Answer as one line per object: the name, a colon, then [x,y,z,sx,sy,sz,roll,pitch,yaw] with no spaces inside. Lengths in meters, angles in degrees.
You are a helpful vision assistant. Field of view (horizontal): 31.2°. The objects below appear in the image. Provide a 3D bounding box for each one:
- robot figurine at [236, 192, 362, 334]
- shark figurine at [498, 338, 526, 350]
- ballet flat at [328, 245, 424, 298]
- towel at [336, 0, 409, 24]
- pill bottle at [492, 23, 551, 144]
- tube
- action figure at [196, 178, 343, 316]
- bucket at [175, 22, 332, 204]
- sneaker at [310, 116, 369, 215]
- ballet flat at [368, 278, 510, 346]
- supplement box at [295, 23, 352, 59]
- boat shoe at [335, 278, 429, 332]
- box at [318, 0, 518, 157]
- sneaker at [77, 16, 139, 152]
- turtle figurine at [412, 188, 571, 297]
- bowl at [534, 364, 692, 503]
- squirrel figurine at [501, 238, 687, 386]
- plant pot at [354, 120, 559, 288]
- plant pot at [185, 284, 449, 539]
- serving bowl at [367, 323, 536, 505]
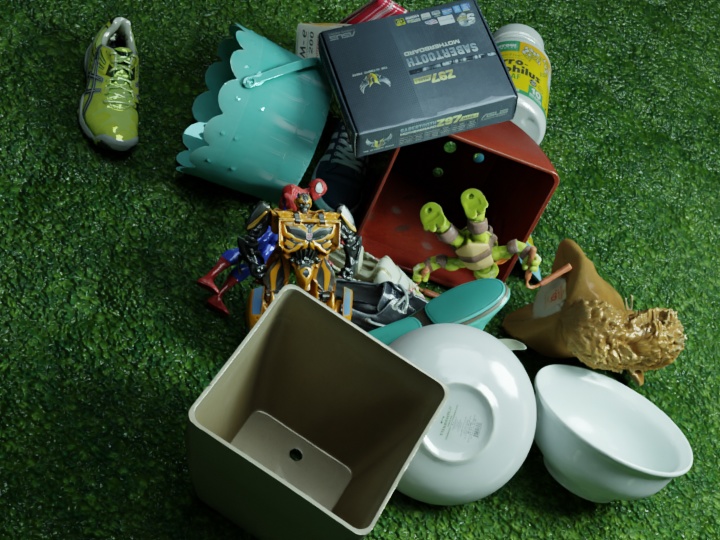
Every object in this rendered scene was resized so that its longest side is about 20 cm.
robot figurine: [-0.066,0.015,1.433,0.144,0.201,0.058,0,11,-18]
shark figurine: [0.120,0.147,1.494,0.127,0.090,0.215,3,32,21]
ballet flat: [0.000,0.000,1.565,0.199,0.064,0.076,27,44,-4]
towel: [0.067,-0.296,1.773,0.199,0.144,0.023,30,63,-24]
pill bottle: [0.219,-0.267,1.871,0.112,0.113,0.201,22,46,-8]
tube: [0.200,-0.073,1.737,0.077,0.050,0.201,33,33,-48]
action figure: [-0.086,-0.027,1.487,0.099,0.065,0.200,25,63,28]
bucket: [-0.128,-0.187,1.572,0.134,0.207,0.208,21,45,-17]
sneaker: [-0.007,-0.162,1.667,0.070,0.109,0.201,23,44,-8]
ballet flat: [0.081,0.075,1.463,0.199,0.071,0.067,-25,38,-5]
supplement box: [0.030,-0.276,1.664,0.199,0.074,0.126,9,13,19]
boat shoe: [0.032,0.046,1.505,0.199,0.068,0.072,11,43,2]
box: [0.065,-0.228,1.508,0.199,0.051,0.158,-14,62,-8]
sneaker: [-0.310,-0.233,1.602,0.075,0.077,0.201,4,52,-26]
turtle figurine: [0.144,-0.032,1.552,0.199,0.161,0.065,-6,54,21]
bowl: [0.273,0.202,1.488,0.200,0.091,0.201,21,23,-10]
squirrel figurine: [0.311,0.080,1.586,0.186,0.142,0.200,30,6,-26]
plant pot: [0.118,-0.117,1.646,0.199,0.200,0.177,20,33,-10]
plant pot: [-0.062,0.177,1.295,0.199,0.177,0.200,33,49,3]
serving bowl: [0.098,0.159,1.391,0.199,0.066,0.201,0,92,-6]
